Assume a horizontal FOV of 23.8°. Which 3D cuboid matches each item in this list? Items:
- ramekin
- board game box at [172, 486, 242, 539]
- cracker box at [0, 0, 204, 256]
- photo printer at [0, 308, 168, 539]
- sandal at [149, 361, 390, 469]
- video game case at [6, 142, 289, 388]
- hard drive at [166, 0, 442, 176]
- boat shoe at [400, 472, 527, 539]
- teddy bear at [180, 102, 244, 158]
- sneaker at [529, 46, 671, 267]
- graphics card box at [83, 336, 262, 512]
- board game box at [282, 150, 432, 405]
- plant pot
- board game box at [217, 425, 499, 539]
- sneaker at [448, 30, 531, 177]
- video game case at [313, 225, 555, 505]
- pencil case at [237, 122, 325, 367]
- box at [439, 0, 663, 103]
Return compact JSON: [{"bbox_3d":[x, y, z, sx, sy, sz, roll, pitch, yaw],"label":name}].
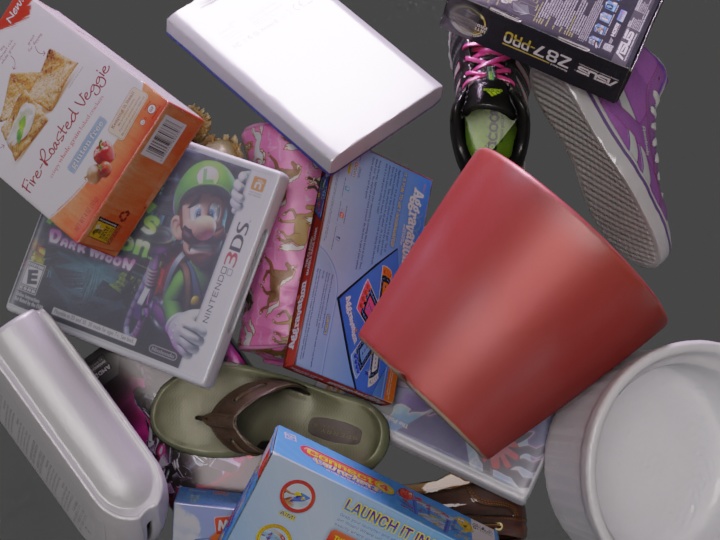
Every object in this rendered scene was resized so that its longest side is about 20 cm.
[{"bbox_3d":[0.244,0.155,1.364,0.199,0.098,0.202,0,89,-22],"label":"ramekin"},{"bbox_3d":[-0.081,0.281,1.395,0.150,0.037,0.201,5,106,4],"label":"board game box"},{"bbox_3d":[-0.240,-0.122,1.390,0.200,0.058,0.134,37,96,31],"label":"cracker box"},{"bbox_3d":[-0.230,0.141,1.390,0.069,0.166,0.200,-35,82,-21],"label":"photo printer"},{"bbox_3d":[-0.075,0.117,1.381,0.200,0.057,0.080,6,84,13],"label":"sandal"},{"bbox_3d":[-0.176,-0.022,1.392,0.199,0.023,0.183,19,87,22],"label":"video game case"},{"bbox_3d":[-0.047,-0.176,1.427,0.132,0.025,0.200,-36,65,-29],"label":"hard drive"},{"bbox_3d":[0.039,0.210,1.412,0.199,0.070,0.071,-11,78,2],"label":"boat shoe"},{"bbox_3d":[-0.175,-0.048,1.445,0.145,0.067,0.201,24,89,24],"label":"teddy bear"},{"bbox_3d":[0.234,-0.110,1.437,0.114,0.073,0.201,-31,102,-28],"label":"sneaker"},{"bbox_3d":[-0.135,0.126,1.442,0.125,0.051,0.200,-35,83,-1],"label":"graphics card box"},{"bbox_3d":[0.000,0.000,1.398,0.103,0.019,0.201,23,67,-30],"label":"board game box"},{"bbox_3d":[0.107,0.035,1.329,0.200,0.200,0.177,44,89,6],"label":"plant pot"},{"bbox_3d":[-0.022,0.253,1.333,0.199,0.056,0.196,27,106,-6],"label":"board game box"},{"bbox_3d":[0.111,-0.151,1.437,0.073,0.087,0.201,0,84,3],"label":"sneaker"},{"bbox_3d":[0.084,0.072,1.419,0.199,0.023,0.183,24,73,11],"label":"video game case"},{"bbox_3d":[-0.062,-0.022,1.429,0.082,0.086,0.201,-3,81,18],"label":"pencil case"},{"bbox_3d":[0.175,-0.248,1.417,0.161,0.049,0.200,25,54,4],"label":"box"}]
